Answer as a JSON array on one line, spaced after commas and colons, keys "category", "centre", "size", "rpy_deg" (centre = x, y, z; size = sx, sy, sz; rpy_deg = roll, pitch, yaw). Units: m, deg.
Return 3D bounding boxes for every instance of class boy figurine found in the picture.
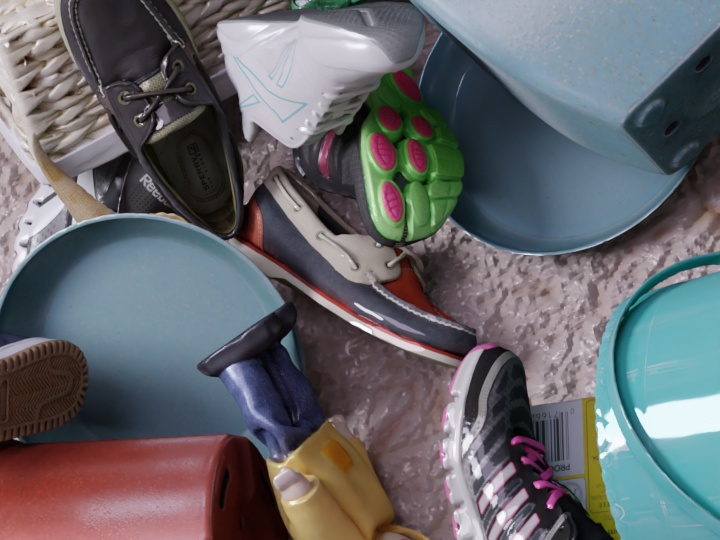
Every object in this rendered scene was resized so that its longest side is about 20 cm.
[{"category": "boy figurine", "centre": [-0.018, 0.121, 1.612], "size": [0.064, 0.124, 0.201], "rpy_deg": [-35, 86, 18]}]

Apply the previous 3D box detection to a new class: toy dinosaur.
[{"category": "toy dinosaur", "centre": [-0.146, 0.000, 1.737], "size": [0.200, 0.058, 0.101], "rpy_deg": [40, 108, -8]}]

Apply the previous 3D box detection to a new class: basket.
[{"category": "basket", "centre": [-0.153, -0.171, 1.746], "size": [0.199, 0.124, 0.136], "rpy_deg": [-28, 45, -12]}]

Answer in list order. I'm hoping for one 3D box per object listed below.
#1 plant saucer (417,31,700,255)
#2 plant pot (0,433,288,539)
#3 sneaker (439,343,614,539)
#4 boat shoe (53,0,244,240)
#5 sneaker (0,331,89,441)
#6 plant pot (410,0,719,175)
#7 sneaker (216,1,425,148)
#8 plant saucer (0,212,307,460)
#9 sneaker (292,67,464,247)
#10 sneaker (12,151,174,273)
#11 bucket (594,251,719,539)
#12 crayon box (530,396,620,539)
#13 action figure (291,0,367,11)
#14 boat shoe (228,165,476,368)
[{"category": "plant saucer", "centre": [0.126, -0.100, 1.685], "size": [0.199, 0.027, 0.202], "rpy_deg": [-10, 66, 23]}, {"category": "plant pot", "centre": [-0.151, 0.182, 1.635], "size": [0.194, 0.201, 0.202], "rpy_deg": [-9, 67, 15]}, {"category": "sneaker", "centre": [0.098, 0.136, 1.524], "size": [0.087, 0.074, 0.202], "rpy_deg": [-12, 71, 24]}, {"category": "boat shoe", "centre": [-0.117, -0.102, 1.673], "size": [0.071, 0.202, 0.066], "rpy_deg": [-31, 37, -4]}, {"category": "sneaker", "centre": [-0.260, 0.066, 1.610], "size": [0.108, 0.199, 0.071], "rpy_deg": [9, 97, 34]}, {"category": "plant pot", "centre": [0.143, -0.171, 1.581], "size": [0.196, 0.196, 0.200], "rpy_deg": [-44, 65, 6]}, {"category": "sneaker", "centre": [-0.018, -0.114, 1.616], "size": [0.200, 0.070, 0.081], "rpy_deg": [4, 101, 63]}, {"category": "plant saucer", "centre": [-0.126, 0.054, 1.698], "size": [0.198, 0.036, 0.202], "rpy_deg": [4, 112, 9]}, {"category": "sneaker", "centre": [0.006, -0.071, 1.689], "size": [0.084, 0.076, 0.201], "rpy_deg": [-58, 28, 27]}, {"category": "sneaker", "centre": [-0.158, -0.046, 1.783], "size": [0.090, 0.066, 0.201], "rpy_deg": [12, 75, 40]}, {"category": "bucket", "centre": [0.219, 0.086, 1.469], "size": [0.134, 0.207, 0.209], "rpy_deg": [-13, 66, 28]}, {"category": "crayon box", "centre": [0.129, 0.173, 1.564], "size": [0.126, 0.051, 0.202], "rpy_deg": [-9, 67, 24]}, {"category": "action figure", "centre": [0.005, -0.225, 1.745], "size": [0.117, 0.055, 0.201], "rpy_deg": [-2, 50, 38]}, {"category": "boat shoe", "centre": [0.000, 0.000, 1.688], "size": [0.199, 0.071, 0.063], "rpy_deg": [31, 91, 39]}]
